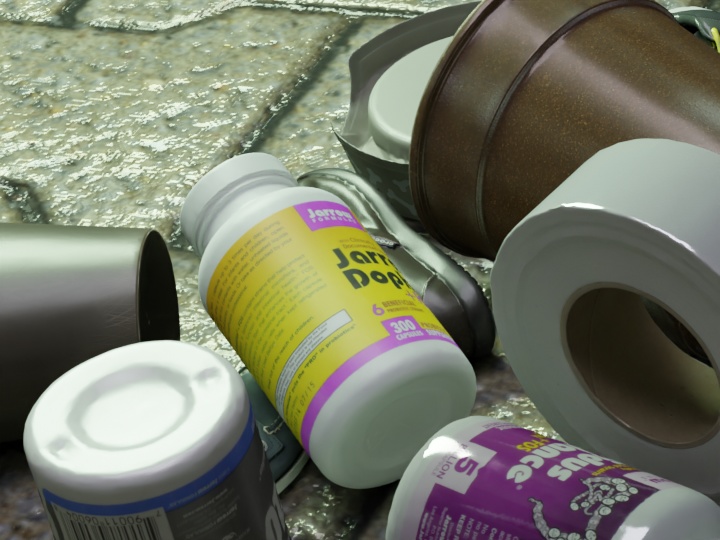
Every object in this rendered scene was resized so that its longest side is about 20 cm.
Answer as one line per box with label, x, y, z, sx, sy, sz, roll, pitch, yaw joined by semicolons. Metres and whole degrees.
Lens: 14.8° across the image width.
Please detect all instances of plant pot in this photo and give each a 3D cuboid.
plant pot;0.167;-0.056;1.620;0.200;0.200;0.198;-34;47;-26

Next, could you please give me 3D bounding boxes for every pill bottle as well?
pill bottle;-0.026;0.023;1.590;0.104;0.104;0.200;-26;55;-17
pill bottle;-0.090;0.145;1.398;0.114;0.200;0.114;-10;35;7
pill bottle;0.119;0.151;1.394;0.200;0.112;0.112;19;46;38

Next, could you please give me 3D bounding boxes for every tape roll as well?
tape roll;0.168;0.033;1.469;0.202;0.203;0.071;17;44;37

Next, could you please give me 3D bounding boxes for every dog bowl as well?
dog bowl;0.079;-0.103;1.819;0.200;0.059;0.200;-10;34;7

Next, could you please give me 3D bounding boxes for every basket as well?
basket;-0.217;0.036;1.666;0.200;0.136;0.180;-4;39;8

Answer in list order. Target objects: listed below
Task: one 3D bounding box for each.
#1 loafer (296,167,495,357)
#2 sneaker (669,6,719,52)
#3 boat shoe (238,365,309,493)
loafer;0.000;0.000;1.684;0.071;0.073;0.200;-27;36;-22
sneaker;0.250;-0.128;1.760;0.200;0.075;0.085;5;8;36
boat shoe;-0.082;0.102;1.578;0.073;0.062;0.200;5;38;28
